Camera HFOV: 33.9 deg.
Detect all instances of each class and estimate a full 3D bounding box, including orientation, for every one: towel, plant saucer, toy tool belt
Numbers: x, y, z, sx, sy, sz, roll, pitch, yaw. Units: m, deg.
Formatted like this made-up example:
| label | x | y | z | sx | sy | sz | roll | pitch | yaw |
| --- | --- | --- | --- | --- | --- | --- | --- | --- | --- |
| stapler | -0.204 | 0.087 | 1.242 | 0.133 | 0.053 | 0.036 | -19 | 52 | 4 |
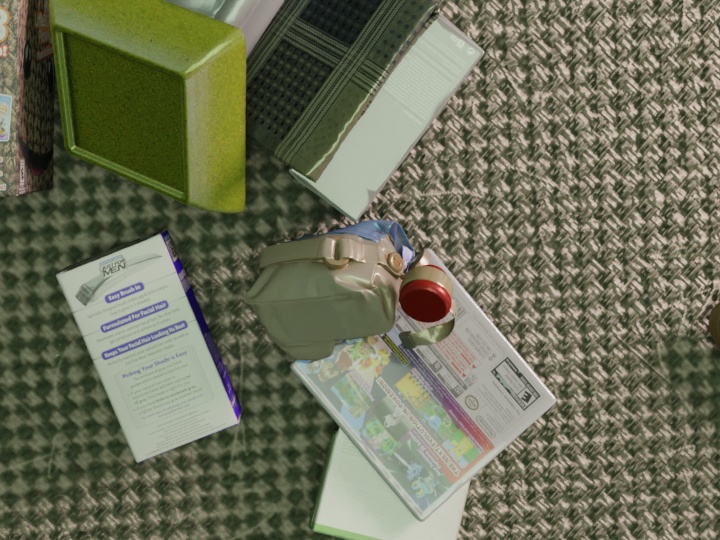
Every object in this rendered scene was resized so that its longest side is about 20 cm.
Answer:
| label | x | y | z | sx | sy | sz | roll | pitch | yaw |
| --- | --- | --- | --- | --- | --- | --- | --- | --- | --- |
| towel | -0.042 | -0.194 | 1.083 | 0.192 | 0.035 | 0.200 | 37 | 91 | 38 |
| plant saucer | -0.198 | -0.147 | 1.044 | 0.199 | 0.048 | 0.200 | 23 | 136 | 18 |
| toy tool belt | 0.000 | 0.000 | 1.095 | 0.200 | 0.123 | 0.125 | -9 | 128 | 26 |

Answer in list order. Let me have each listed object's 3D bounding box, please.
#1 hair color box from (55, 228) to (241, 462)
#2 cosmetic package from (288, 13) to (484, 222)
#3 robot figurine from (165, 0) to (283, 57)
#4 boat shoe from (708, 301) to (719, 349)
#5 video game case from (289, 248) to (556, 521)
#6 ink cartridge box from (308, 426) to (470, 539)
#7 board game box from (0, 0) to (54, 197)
| label | x | y | z | sx | sy | sz | roll | pitch | yaw |
| --- | --- | --- | --- | --- | --- | --- | --- | --- | --- |
| hair color box | -0.203 | 0.072 | 1.150 | 0.109 | 0.065 | 0.200 | -21 | 99 | 1 |
| cosmetic package | 0.021 | -0.149 | 1.113 | 0.090 | 0.107 | 0.200 | 40 | 92 | -7 |
| robot figurine | -0.134 | -0.247 | 1.063 | 0.113 | 0.170 | 0.200 | 28 | 107 | -28 |
| boat shoe | 0.437 | 0.087 | 1.190 | 0.200 | 0.063 | 0.073 | 35 | 120 | -4 |
| video game case | 0.062 | 0.111 | 1.160 | 0.182 | 0.023 | 0.200 | -40 | 90 | -9 |
| ink cartridge box | 0.042 | 0.179 | 1.184 | 0.145 | 0.048 | 0.200 | 15 | 80 | -5 |
| board game box | -0.339 | -0.171 | 1.066 | 0.097 | 0.159 | 0.200 | 2 | 97 | -4 |
